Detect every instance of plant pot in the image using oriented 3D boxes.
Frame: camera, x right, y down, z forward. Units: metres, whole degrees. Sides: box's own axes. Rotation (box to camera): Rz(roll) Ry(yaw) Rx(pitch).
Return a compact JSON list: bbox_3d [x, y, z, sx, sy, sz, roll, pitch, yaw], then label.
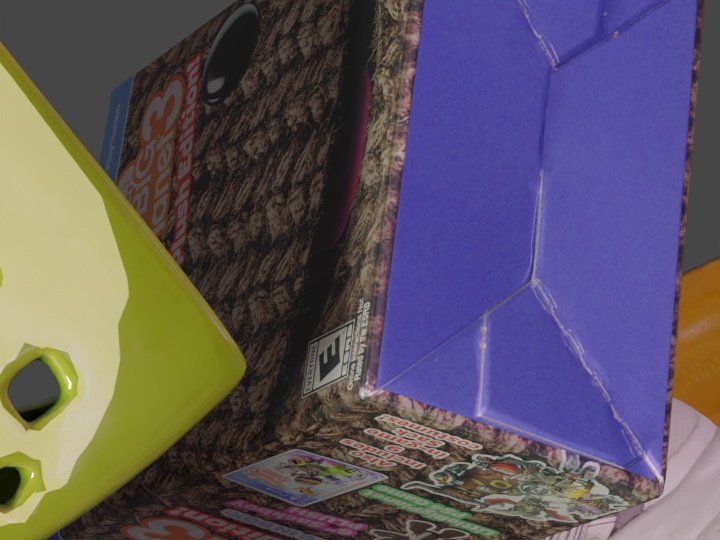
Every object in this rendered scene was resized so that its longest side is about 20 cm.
[{"bbox_3d":[-0.181,0.022,0.749,0.200,0.199,0.182,50,62,-11],"label":"plant pot"}]

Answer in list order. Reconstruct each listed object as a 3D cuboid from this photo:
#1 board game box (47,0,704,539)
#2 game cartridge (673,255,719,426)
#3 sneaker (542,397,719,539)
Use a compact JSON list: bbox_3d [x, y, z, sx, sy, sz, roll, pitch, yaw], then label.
[{"bbox_3d":[0.000,0.000,0.865,0.096,0.200,0.160,19,64,-26],"label":"board game box"},{"bbox_3d":[0.174,0.084,1.057,0.176,0.032,0.201,-23,89,-36],"label":"game cartridge"},{"bbox_3d":[0.046,0.114,0.951,0.088,0.076,0.200,38,62,16],"label":"sneaker"}]
